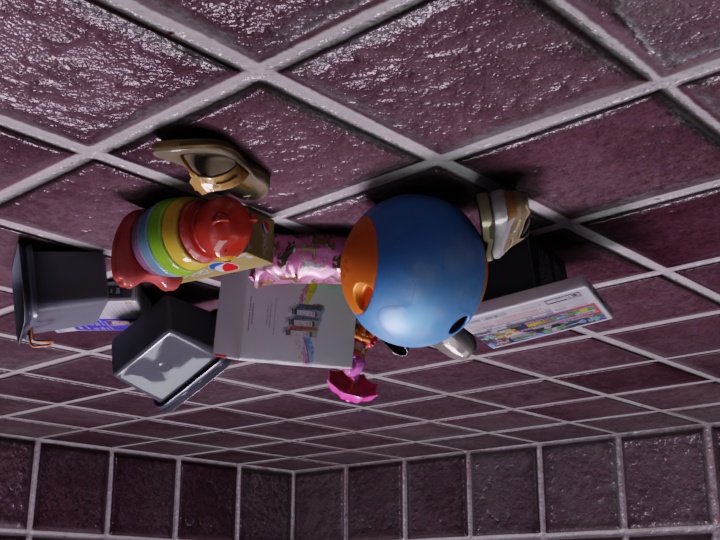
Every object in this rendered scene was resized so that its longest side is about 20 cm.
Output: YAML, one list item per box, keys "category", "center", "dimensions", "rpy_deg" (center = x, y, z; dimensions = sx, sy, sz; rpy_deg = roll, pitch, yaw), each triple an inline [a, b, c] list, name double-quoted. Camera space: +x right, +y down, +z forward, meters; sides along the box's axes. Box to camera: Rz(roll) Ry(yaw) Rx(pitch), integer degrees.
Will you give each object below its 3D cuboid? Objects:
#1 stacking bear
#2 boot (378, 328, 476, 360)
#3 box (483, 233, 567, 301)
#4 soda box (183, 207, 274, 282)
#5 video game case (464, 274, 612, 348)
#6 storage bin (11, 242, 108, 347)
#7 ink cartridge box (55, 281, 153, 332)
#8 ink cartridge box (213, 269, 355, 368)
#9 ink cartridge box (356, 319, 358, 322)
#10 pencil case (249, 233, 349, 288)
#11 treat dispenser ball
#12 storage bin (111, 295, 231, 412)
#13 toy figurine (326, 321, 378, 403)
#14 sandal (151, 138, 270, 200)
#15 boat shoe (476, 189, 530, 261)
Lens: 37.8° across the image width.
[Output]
- category: "stacking bear"
  center: [-0.226, -0.045, 1.403]
  dimensions: [0.198, 0.116, 0.121]
  rpy_deg: [-11, 169, 38]
- category: "boot"
  center: [0.081, 0.096, 1.612]
  dimensions: [0.199, 0.131, 0.068]
  rpy_deg: [39, 126, -4]
- category: "box"
  center: [0.231, 0.030, 1.637]
  dimensions: [0.146, 0.106, 0.199]
  rpy_deg: [-16, 158, 25]
- category: "soda box"
  center: [-0.220, -0.032, 1.526]
  dimensions: [0.198, 0.069, 0.064]
  rpy_deg: [-12, 160, 33]
- category: "video game case"
  center: [0.258, 0.064, 1.555]
  dimensions: [0.197, 0.023, 0.182]
  rpy_deg: [-17, 157, 20]
- category: "storage bin"
  center: [-0.478, 0.043, 1.675]
  dimensions: [0.132, 0.148, 0.200]
  rpy_deg: [-4, 165, -22]
- category: "ink cartridge box"
  center: [-0.476, 0.067, 1.882]
  dimensions: [0.196, 0.044, 0.198]
  rpy_deg: [-2, 162, 0]
- category: "ink cartridge box"
  center: [-0.120, 0.080, 1.717]
  dimensions: [0.197, 0.147, 0.145]
  rpy_deg: [8, 174, -25]
- category: "ink cartridge box"
  center: [-0.056, 0.121, 2.025]
  dimensions: [0.197, 0.060, 0.104]
  rpy_deg: [9, 160, -27]
- category: "pencil case"
  center: [-0.066, -0.013, 1.568]
  dimensions: [0.196, 0.088, 0.083]
  rpy_deg: [2, -167, -6]
- category: "treat dispenser ball"
  center: [0.071, 0.000, 1.401]
  dimensions: [0.197, 0.204, 0.201]
  rpy_deg: [0, 163, 0]
- category: "storage bin"
  center: [-0.339, 0.130, 1.854]
  dimensions: [0.199, 0.147, 0.134]
  rpy_deg: [-36, 135, 23]
- category: "toy figurine"
  center: [0.005, 0.131, 1.797]
  dimensions: [0.148, 0.187, 0.201]
  rpy_deg: [14, 159, 11]
- category: "sandal"
  center: [-0.175, -0.114, 1.287]
  dimensions: [0.079, 0.055, 0.199]
  rpy_deg: [-8, 161, 26]
- category: "boat shoe"
  center: [0.196, -0.060, 1.422]
  dimensions: [0.067, 0.076, 0.200]
  rpy_deg: [-10, 170, 6]
